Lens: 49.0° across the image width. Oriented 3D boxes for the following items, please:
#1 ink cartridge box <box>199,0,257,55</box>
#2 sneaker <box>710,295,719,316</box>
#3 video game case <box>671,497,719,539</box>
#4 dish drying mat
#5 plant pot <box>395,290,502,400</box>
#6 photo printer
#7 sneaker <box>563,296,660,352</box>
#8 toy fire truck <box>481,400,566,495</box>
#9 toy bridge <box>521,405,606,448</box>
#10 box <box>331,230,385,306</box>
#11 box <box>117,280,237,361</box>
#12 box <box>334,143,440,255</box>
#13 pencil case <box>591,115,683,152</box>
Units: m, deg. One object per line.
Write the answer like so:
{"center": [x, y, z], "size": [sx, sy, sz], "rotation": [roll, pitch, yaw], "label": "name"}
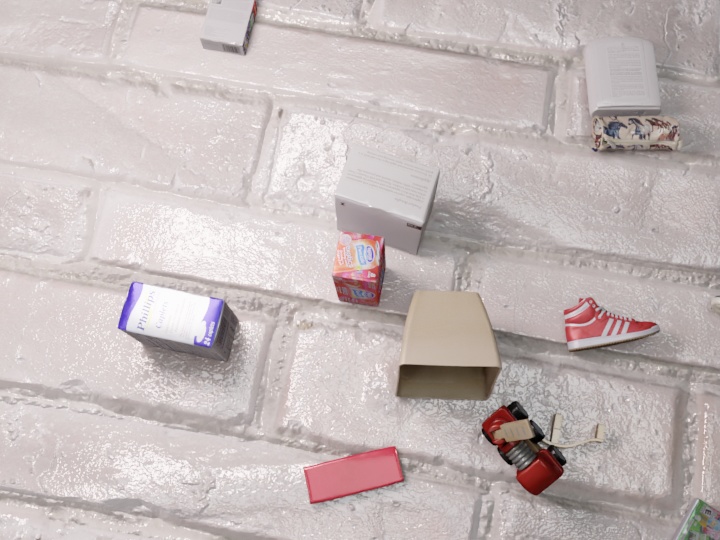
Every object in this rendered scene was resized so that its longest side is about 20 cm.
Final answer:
{"center": [-0.314, -0.632, 1.933], "size": [0.108, 0.050, 0.201], "rotation": [11, 73, 4], "label": "ink cartridge box"}
{"center": [0.855, 0.079, 1.704], "size": [0.199, 0.075, 0.085], "rotation": [21, 76, -4], "label": "sneaker"}
{"center": [0.704, 0.592, 1.577], "size": [0.181, 0.022, 0.201], "rotation": [33, 76, 9], "label": "video game case"}
{"center": [-0.015, 0.422, 1.635], "size": [0.198, 0.018, 0.077], "rotation": [-13, 73, -2], "label": "dish drying mat"}
{"center": [0.176, 0.149, 1.632], "size": [0.198, 0.200, 0.178], "rotation": [2, 63, 1], "label": "plant pot"}
{"center": [0.614, -0.459, 1.864], "size": [0.165, 0.070, 0.202], "rotation": [-1, 73, 0], "label": "photo printer"}
{"center": [0.535, 0.104, 1.697], "size": [0.198, 0.071, 0.113], "rotation": [-10, 77, 0], "label": "sneaker"}
{"center": [0.319, 0.347, 1.542], "size": [0.129, 0.200, 0.176], "rotation": [-43, 76, 15], "label": "toy fire truck"}
{"center": [0.408, 0.334, 1.652], "size": [0.198, 0.027, 0.068], "rotation": [12, 75, 5], "label": "toy bridge"}
{"center": [0.000, 0.000, 1.664], "size": [0.095, 0.200, 0.100], "rotation": [9, 73, 5], "label": "box"}
{"center": [-0.373, 0.108, 1.643], "size": [0.198, 0.184, 0.106], "rotation": [11, 75, 3], "label": "box"}
{"center": [0.055, -0.150, 1.709], "size": [0.198, 0.200, 0.132], "rotation": [18, 72, 5], "label": "box"}
{"center": [0.634, -0.312, 1.814], "size": [0.198, 0.078, 0.090], "rotation": [0, 53, 0], "label": "pencil case"}
